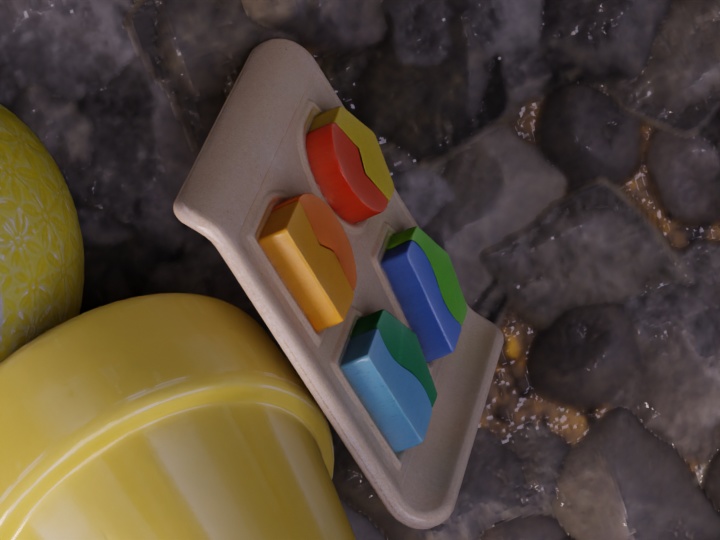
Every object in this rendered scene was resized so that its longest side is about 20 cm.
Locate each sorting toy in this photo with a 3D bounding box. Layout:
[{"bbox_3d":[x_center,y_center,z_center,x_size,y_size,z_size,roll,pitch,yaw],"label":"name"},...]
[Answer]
[{"bbox_3d":[0.000,0.000,1.435,0.036,0.185,0.200,-27,111,26],"label":"sorting toy"}]

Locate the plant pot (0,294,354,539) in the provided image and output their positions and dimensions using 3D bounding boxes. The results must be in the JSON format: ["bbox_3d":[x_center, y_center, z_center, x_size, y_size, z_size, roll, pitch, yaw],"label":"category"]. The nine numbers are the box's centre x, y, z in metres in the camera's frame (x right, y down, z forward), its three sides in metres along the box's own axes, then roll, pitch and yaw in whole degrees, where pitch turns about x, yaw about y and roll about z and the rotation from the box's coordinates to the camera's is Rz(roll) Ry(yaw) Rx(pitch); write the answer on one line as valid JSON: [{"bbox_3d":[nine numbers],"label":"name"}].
[{"bbox_3d":[-0.080,0.145,1.389,0.200,0.189,0.201,-24,141,-21],"label":"plant pot"}]

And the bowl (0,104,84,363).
[{"bbox_3d":[-0.219,0.012,1.408,0.199,0.108,0.201,-4,104,-15],"label":"bowl"}]
